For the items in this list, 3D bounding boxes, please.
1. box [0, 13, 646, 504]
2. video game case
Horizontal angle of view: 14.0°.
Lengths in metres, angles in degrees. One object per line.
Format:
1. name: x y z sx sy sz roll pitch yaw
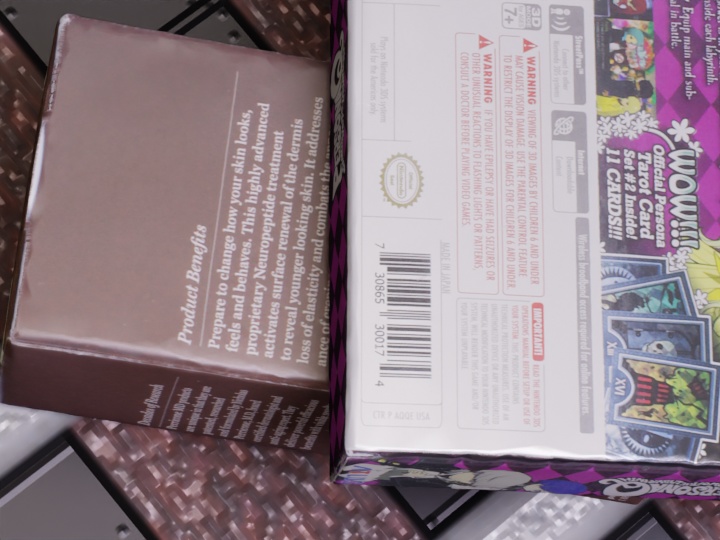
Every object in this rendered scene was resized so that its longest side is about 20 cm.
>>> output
1. box: 0.000 0.000 0.852 0.199 0.075 0.101 11 70 -8
2. video game case: 0.081 -0.036 0.822 0.180 0.036 0.201 3 70 -9
